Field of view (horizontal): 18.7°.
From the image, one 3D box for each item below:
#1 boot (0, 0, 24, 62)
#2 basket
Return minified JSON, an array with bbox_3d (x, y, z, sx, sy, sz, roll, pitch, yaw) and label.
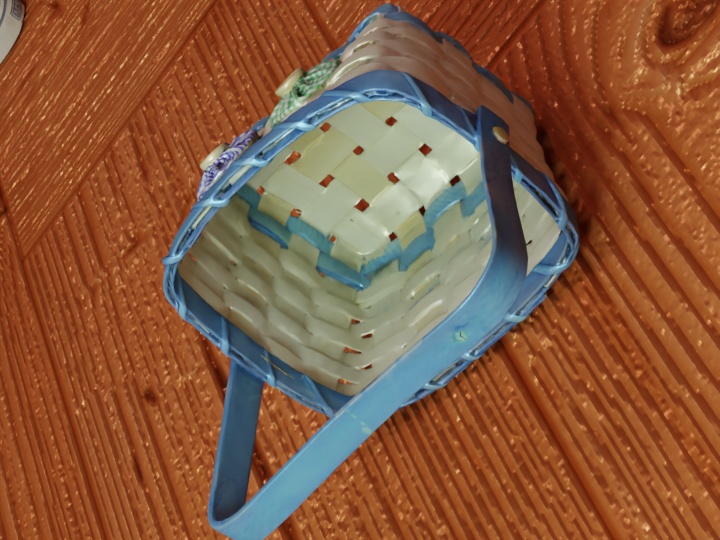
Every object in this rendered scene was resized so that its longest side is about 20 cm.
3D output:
[{"bbox_3d":[-0.314,-0.122,1.445,0.200,0.090,0.073,-52,36,17],"label":"boot"},{"bbox_3d":[0.000,0.000,0.900,0.176,0.139,0.200,-43,29,27],"label":"basket"}]
